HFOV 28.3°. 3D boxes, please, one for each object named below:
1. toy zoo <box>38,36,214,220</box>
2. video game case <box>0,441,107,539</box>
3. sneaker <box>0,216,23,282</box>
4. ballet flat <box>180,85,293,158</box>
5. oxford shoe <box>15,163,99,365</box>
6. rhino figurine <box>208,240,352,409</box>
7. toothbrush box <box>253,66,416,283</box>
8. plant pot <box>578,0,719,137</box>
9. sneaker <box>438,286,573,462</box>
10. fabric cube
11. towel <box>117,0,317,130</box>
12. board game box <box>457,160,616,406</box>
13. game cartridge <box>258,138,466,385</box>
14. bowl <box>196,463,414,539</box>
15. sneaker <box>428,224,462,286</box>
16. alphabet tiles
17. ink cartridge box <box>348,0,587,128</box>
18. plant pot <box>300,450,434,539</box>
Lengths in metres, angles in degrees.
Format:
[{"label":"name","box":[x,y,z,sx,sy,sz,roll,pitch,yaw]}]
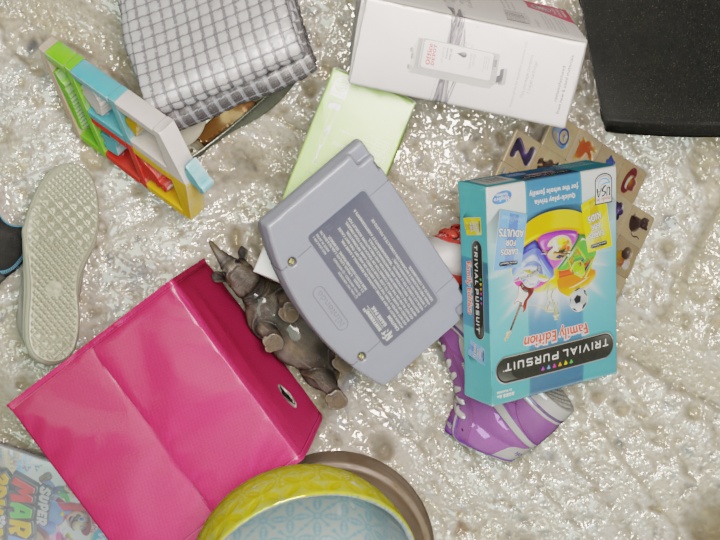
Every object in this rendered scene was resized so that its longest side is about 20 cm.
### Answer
[{"label":"toy zoo","box":[-0.210,-0.123,1.318,0.199,0.132,0.020,36,67,26]},{"label":"video game case","box":[-0.348,0.256,1.458,0.198,0.018,0.144,17,96,0]},{"label":"sneaker","box":[-0.406,-0.074,1.405,0.082,0.073,0.200,-43,99,-11]},{"label":"ballet flat","box":[-0.128,-0.166,1.380,0.200,0.064,0.068,-40,94,5]},{"label":"oxford shoe","box":[-0.301,-0.006,1.400,0.074,0.058,0.202,8,79,-22]},{"label":"rhino figurine","box":[-0.080,0.044,1.376,0.060,0.087,0.200,-43,107,3]},{"label":"toothbrush box","box":[-0.022,-0.083,1.345,0.085,0.146,0.202,23,96,-2]},{"label":"plant pot","box":[0.299,-0.215,1.304,0.176,0.199,0.202,-10,97,14]},{"label":"sneaker","box":[0.101,0.102,1.402,0.114,0.073,0.201,-44,84,22]},{"label":"fabric cube","box":[-0.176,0.132,1.350,0.199,0.196,0.200,-36,93,6]},{"label":"towel","box":[-0.139,-0.244,1.333,0.164,0.086,0.202,-21,66,12]},{"label":"board game box","box":[0.166,0.009,1.314,0.150,0.047,0.202,-11,106,-30]},{"label":"game cartridge","box":[0.000,0.000,1.268,0.133,0.042,0.201,-38,118,-5]},{"label":"bowl","box":[-0.060,0.234,1.222,0.198,0.108,0.202,-9,124,-14]},{"label":"sneaker","box":[0.123,-0.037,1.369,0.199,0.067,0.109,11,96,-20]},{"label":"alphabet tiles","box":[0.195,-0.046,1.353,0.199,0.006,0.168,27,85,-33]},{"label":"ink cartridge box","box":[0.090,-0.204,1.282,0.198,0.147,0.084,11,111,-4]},{"label":"plant pot","box":[-0.026,0.290,1.375,0.198,0.174,0.202,0,96,2]}]
